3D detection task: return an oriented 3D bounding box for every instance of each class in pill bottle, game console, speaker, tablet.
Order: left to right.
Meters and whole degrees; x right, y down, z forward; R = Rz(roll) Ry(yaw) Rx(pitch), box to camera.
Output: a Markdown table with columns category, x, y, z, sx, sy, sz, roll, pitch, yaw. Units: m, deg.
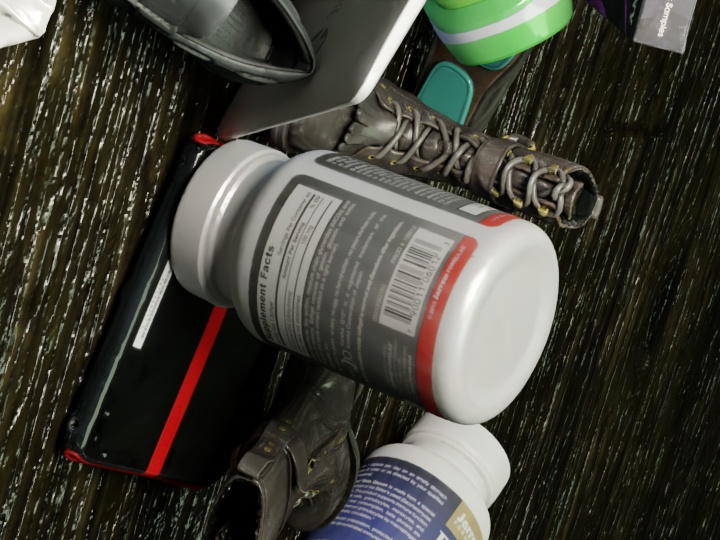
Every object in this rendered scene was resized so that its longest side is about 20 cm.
| category | x | y | z | sx | sy | sz | roll | pitch | yaw |
| --- | --- | --- | --- | --- | --- | --- | --- | --- | --- |
| game console | -0.097 | 0.030 | 1.318 | 0.177 | 0.031 | 0.202 | 25 | 86 | -61 |
| tablet | -0.012 | -0.134 | 1.204 | 0.131 | 0.014 | 0.200 | -60 | -161 | -16 |
| pill bottle | 0.000 | 0.000 | 1.223 | 0.116 | 0.199 | 0.117 | -37 | 138 | -43 |
| pill bottle | 0.026 | 0.198 | 1.603 | 0.200 | 0.110 | 0.112 | -51 | 151 | -34 |
| speaker | 0.050 | -0.221 | 1.239 | 0.088 | 0.088 | 0.201 | -41 | 114 | -44 |

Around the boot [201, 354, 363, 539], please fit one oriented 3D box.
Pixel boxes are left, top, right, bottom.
| category | x | y | z | sx | sy | sz | roll | pitch | yaw |
| --- | --- | --- | --- | --- | --- | --- | --- | --- | --- |
| boot | -0.057 | 0.140 | 1.380 | 0.175 | 0.069 | 0.201 | -60 | 164 | -45 |

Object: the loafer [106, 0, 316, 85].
| category | x | y | z | sx | sy | sz | roll | pitch | yaw |
| --- | --- | --- | --- | --- | --- | --- | --- | --- | --- |
| loafer | -0.088 | -0.150 | 1.106 | 0.200 | 0.070 | 0.069 | 37 | 78 | -53 |

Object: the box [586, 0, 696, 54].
| category | x | y | z | sx | sy | sz | roll | pitch | yaw |
| --- | --- | --- | --- | --- | --- | --- | --- | --- | --- |
| box | 0.161 | -0.217 | 1.256 | 0.200 | 0.036 | 0.144 | -119 | -140 | -69 |

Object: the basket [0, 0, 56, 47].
| category | x | y | z | sx | sy | sz | roll | pitch | yaw |
| --- | --- | --- | --- | --- | --- | --- | --- | --- | --- |
| basket | -0.210 | -0.175 | 0.744 | 0.200 | 0.160 | 0.200 | -28 | 135 | -56 |

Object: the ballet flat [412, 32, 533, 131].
| category | x | y | z | sx | sy | sz | roll | pitch | yaw |
| --- | --- | --- | --- | --- | --- | --- | --- | --- | --- |
| ballet flat | 0.079 | -0.147 | 1.447 | 0.068 | 0.068 | 0.201 | -40 | 166 | -43 |

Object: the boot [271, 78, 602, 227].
| category | x | y | z | sx | sy | sz | roll | pitch | yaw |
| --- | --- | --- | --- | --- | --- | --- | --- | --- | --- |
| boot | 0.053 | -0.076 | 1.337 | 0.200 | 0.173 | 0.070 | 4 | 107 | -65 |
